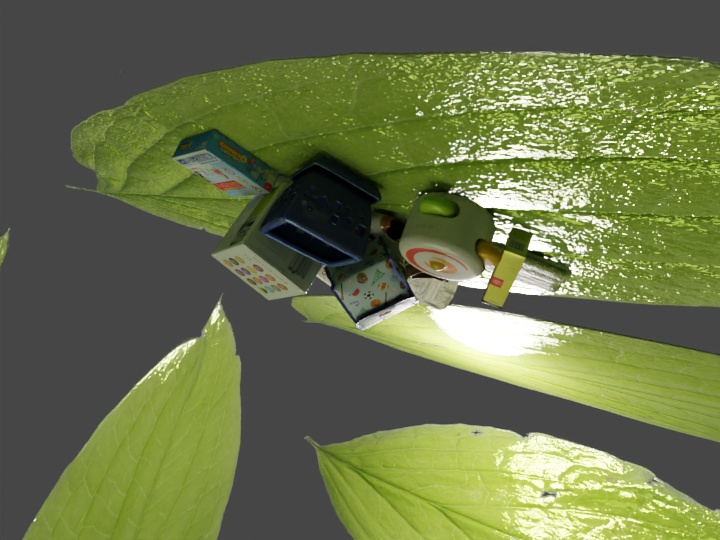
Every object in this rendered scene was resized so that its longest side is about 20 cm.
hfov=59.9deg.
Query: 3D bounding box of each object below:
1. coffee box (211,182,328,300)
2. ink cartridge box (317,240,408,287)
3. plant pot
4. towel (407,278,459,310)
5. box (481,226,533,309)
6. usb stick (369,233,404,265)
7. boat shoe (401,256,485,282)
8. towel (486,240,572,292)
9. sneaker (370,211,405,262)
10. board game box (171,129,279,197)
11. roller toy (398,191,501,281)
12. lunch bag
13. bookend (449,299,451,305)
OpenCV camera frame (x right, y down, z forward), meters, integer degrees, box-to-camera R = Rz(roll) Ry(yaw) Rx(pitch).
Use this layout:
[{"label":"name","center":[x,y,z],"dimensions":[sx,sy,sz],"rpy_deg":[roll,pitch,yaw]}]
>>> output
[{"label":"coffee box","center":[-0.210,-0.067,1.567],"dimensions":[0.200,0.200,0.198],"rpy_deg":[42,152,-24]},{"label":"ink cartridge box","center":[0.000,0.000,1.614],"dimensions":[0.200,0.146,0.084],"rpy_deg":[37,-164,-15]},{"label":"plant pot","center":[-0.081,-0.131,1.383],"dimensions":[0.200,0.180,0.200],"rpy_deg":[28,164,-21]},{"label":"towel","center":[0.188,0.013,1.605],"dimensions":[0.132,0.034,0.200],"rpy_deg":[20,129,5]},{"label":"box","center":[0.317,-0.002,1.361],"dimensions":[0.050,0.075,0.200],"rpy_deg":[21,147,9]},{"label":"usb stick","center":[0.091,-0.054,1.674],"dimensions":[0.055,0.033,0.200],"rpy_deg":[25,175,38]},{"label":"boat shoe","center":[0.194,-0.003,1.438],"dimensions":[0.200,0.068,0.072],"rpy_deg":[3,147,-12]},{"label":"towel","center":[0.376,-0.010,1.443],"dimensions":[0.200,0.037,0.148],"rpy_deg":[21,165,9]},{"label":"sneaker","center":[0.095,-0.072,1.552],"dimensions":[0.085,0.073,0.200],"rpy_deg":[13,162,40]},{"label":"board game box","center":[-0.335,-0.258,1.545],"dimensions":[0.196,0.056,0.200],"rpy_deg":[32,163,-35]},{"label":"roller toy","center":[0.181,-0.062,1.309],"dimensions":[0.200,0.140,0.182],"rpy_deg":[26,162,-13]},{"label":"lunch bag","center":[0.034,0.049,1.528],"dimensions":[0.200,0.170,0.124],"rpy_deg":[58,-172,-39]},{"label":"bookend","center":[0.117,0.039,1.737],"dimensions":[0.199,0.092,0.200],"rpy_deg":[3,-177,-41]}]
